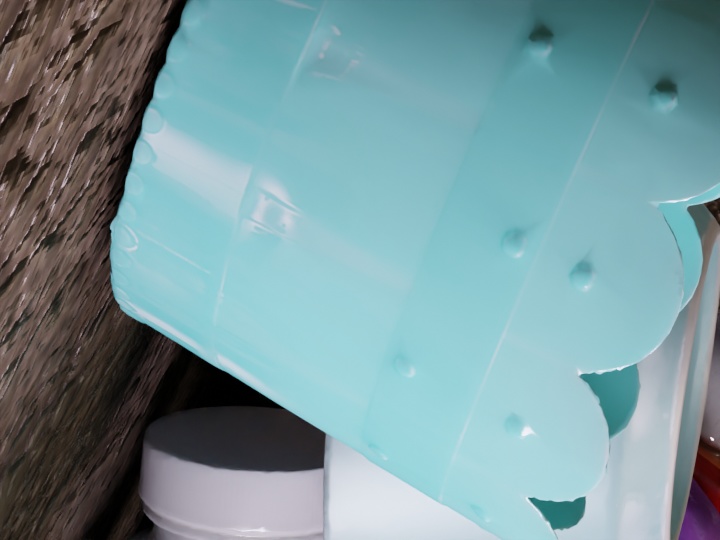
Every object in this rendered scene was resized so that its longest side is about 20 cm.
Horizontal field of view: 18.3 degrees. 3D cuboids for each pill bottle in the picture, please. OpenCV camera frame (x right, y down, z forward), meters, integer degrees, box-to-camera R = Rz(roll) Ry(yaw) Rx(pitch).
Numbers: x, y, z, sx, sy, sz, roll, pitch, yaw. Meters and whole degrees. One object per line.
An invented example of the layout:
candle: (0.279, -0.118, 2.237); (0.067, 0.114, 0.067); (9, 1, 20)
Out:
pill bottle: (-0.045, 0.157, 0.836); (0.111, 0.110, 0.201); (-49, 144, -75)

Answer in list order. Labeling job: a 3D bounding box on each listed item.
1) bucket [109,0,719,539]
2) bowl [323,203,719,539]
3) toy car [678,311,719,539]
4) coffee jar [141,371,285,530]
bucket: (0.035, -0.040, 0.589); (0.208, 0.135, 0.207); (-62, 172, -16)
bowl: (0.063, 0.034, 0.762); (0.201, 0.105, 0.201); (9, 90, -78)
toy car: (0.103, 0.109, 0.922); (0.200, 0.150, 0.175); (15, 118, -45)
coffee jar: (-0.058, 0.136, 0.969); (0.104, 0.085, 0.200); (93, 23, -70)
